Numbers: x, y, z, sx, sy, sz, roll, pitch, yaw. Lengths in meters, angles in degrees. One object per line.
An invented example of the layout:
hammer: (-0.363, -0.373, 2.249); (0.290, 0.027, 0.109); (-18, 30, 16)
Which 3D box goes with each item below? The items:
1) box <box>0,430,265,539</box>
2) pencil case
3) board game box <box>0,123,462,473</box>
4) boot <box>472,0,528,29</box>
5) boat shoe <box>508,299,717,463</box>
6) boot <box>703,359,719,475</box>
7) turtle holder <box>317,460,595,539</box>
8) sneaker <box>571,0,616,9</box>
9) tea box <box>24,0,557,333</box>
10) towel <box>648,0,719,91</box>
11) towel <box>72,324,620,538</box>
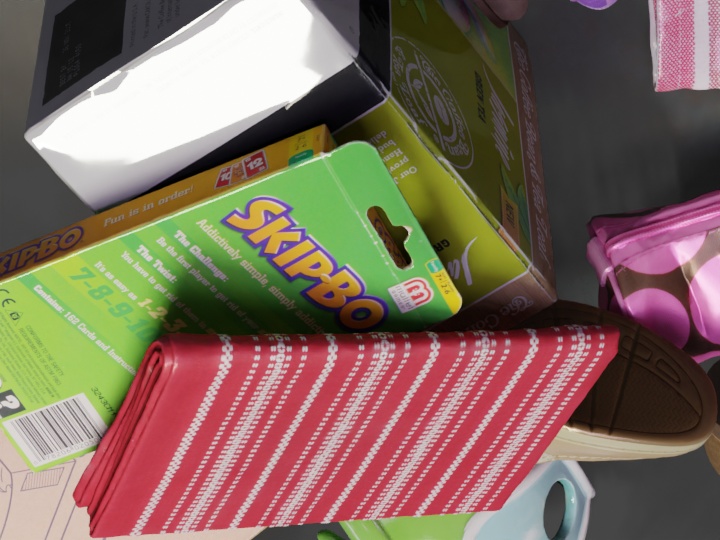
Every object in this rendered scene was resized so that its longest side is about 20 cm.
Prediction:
box: (-0.164, 0.116, 1.311); (0.200, 0.021, 0.164); (-38, 100, 2)
pencil case: (0.204, -0.017, 1.252); (0.199, 0.091, 0.094); (-21, 154, 13)
board game box: (-0.067, 0.011, 1.058); (0.199, 0.030, 0.096); (-19, 126, 17)
boot: (0.077, -0.212, 1.121); (0.146, 0.070, 0.200); (-25, 123, 13)
boat shoe: (0.065, 0.057, 1.237); (0.199, 0.072, 0.065); (8, 143, 2)
boot: (0.271, 0.077, 1.341); (0.199, 0.074, 0.076); (0, 144, 5)
turtle holder: (0.053, 0.132, 1.324); (0.131, 0.141, 0.186); (-36, 108, -1)
sneaker: (0.161, -0.177, 1.097); (0.200, 0.081, 0.083); (-43, 82, 5)
tea box: (-0.026, -0.077, 1.133); (0.133, 0.200, 0.197); (-29, 122, 20)
towel: (0.229, -0.148, 1.192); (0.199, 0.030, 0.147); (-4, 126, 2)
towel: (-0.008, 0.063, 1.090); (0.199, 0.023, 0.145); (-1, 148, -23)
